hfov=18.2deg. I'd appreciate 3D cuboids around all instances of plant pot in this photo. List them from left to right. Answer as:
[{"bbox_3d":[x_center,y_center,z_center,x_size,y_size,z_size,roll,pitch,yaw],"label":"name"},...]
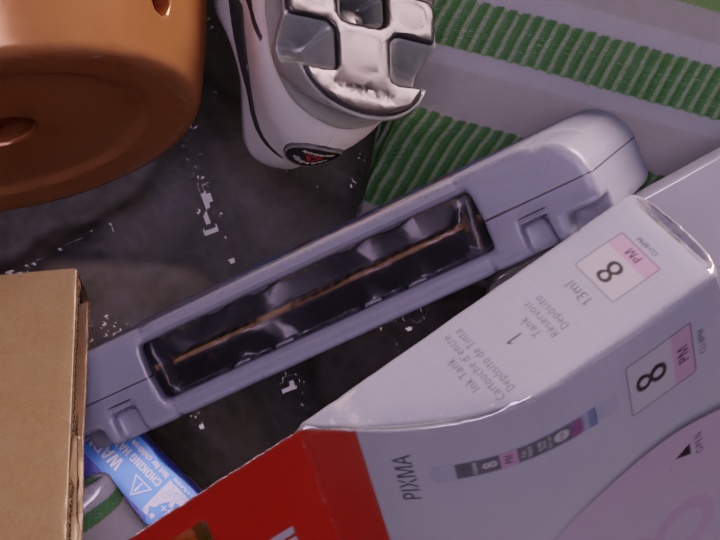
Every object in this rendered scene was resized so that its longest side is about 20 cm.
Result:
[{"bbox_3d":[-0.133,-0.108,0.770,0.199,0.200,0.141,-13,73,-3],"label":"plant pot"}]

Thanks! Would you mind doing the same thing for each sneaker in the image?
[{"bbox_3d":[-0.020,-0.129,0.789,0.074,0.088,0.201,15,64,-23],"label":"sneaker"}]

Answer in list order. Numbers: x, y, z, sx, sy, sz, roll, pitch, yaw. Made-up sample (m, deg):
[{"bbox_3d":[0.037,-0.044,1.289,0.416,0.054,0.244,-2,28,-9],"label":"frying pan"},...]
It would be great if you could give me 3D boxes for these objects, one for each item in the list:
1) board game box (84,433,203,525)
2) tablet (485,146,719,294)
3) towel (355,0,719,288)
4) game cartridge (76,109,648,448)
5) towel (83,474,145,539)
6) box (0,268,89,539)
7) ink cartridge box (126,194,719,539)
[{"bbox_3d":[-0.193,0.083,0.809,0.200,0.041,0.200,44,83,3],"label":"board game box"},{"bbox_3d":[0.135,0.052,0.827,0.130,0.014,0.201,-28,120,-4],"label":"tablet"},{"bbox_3d":[0.087,-0.067,0.814,0.152,0.023,0.201,16,128,-4],"label":"towel"},{"bbox_3d":[0.000,0.000,0.778,0.199,0.133,0.042,-25,96,16],"label":"game cartridge"},{"bbox_3d":[-0.099,0.186,0.781,0.152,0.023,0.201,-34,109,-12],"label":"towel"},{"bbox_3d":[-0.186,0.082,0.711,0.199,0.021,0.164,-5,61,6],"label":"box"},{"bbox_3d":[0.032,0.087,0.726,0.200,0.163,0.057,-37,55,-15],"label":"ink cartridge box"}]
